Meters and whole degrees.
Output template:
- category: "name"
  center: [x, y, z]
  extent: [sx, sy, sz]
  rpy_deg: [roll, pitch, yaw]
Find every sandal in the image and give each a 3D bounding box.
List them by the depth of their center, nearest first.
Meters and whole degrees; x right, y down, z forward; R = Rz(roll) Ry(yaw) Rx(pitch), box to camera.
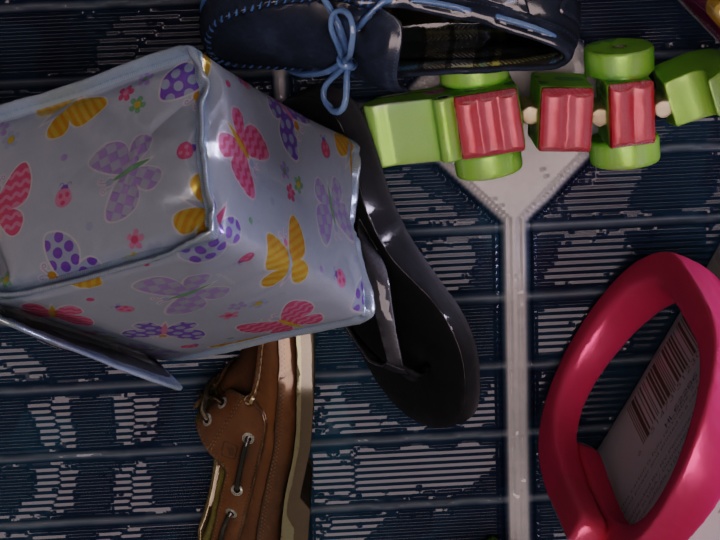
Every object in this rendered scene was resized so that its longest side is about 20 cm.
- category: "sandal"
  center: [-0.001, 0.000, 1.211]
  extent: [0.076, 0.043, 0.201]
  rpy_deg: [-17, 103, 48]

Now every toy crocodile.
- category: "toy crocodile"
  center: [0.101, -0.084, 1.198]
  extent: [0.199, 0.062, 0.068]
  rpy_deg: [-5, 107, -1]

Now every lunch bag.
- category: "lunch bag"
  center: [-0.117, -0.014, 1.127]
  extent: [0.199, 0.169, 0.128]
  rpy_deg: [-12, 70, 25]

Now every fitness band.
- category: "fitness band"
  center: [0.151, 0.070, 1.175]
  extent: [0.037, 0.200, 0.144]
  rpy_deg: [27, 107, -17]

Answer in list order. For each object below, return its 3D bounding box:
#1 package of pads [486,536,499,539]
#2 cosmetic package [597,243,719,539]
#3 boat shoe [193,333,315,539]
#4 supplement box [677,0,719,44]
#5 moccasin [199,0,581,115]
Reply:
- category: "package of pads"
  center: [0.040, 0.273, 1.298]
  extent: [0.200, 0.068, 0.155]
  rpy_deg: [-33, 105, 7]
- category: "cosmetic package"
  center: [0.258, 0.111, 1.211]
  extent: [0.199, 0.166, 0.168]
  rpy_deg: [26, 104, -11]
- category: "boat shoe"
  center: [-0.059, 0.083, 1.232]
  extent: [0.068, 0.072, 0.201]
  rpy_deg: [2, 108, -1]
- category: "supplement box"
  center: [0.231, -0.153, 1.112]
  extent: [0.131, 0.200, 0.103]
  rpy_deg: [-43, 105, 10]
- category: "moccasin"
  center: [0.015, -0.128, 1.153]
  extent: [0.199, 0.068, 0.081]
  rpy_deg: [-8, 148, 6]
